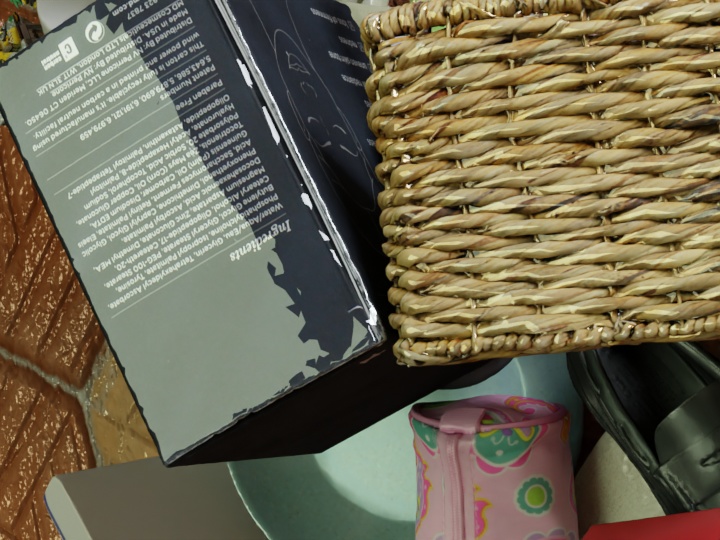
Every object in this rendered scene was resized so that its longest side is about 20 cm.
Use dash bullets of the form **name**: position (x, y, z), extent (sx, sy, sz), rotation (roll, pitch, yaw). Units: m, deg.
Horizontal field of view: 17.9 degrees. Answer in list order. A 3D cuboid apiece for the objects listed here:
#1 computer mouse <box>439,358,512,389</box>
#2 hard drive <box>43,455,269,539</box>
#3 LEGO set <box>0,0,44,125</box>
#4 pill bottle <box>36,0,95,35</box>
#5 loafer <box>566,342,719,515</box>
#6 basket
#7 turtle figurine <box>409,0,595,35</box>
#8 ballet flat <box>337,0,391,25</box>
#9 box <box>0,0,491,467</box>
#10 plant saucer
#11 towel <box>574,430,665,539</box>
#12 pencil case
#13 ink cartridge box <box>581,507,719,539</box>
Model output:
- **computer mouse**: position (0.000, 0.000, 1.178), extent (0.199, 0.053, 0.139), rotation (18, 92, 19)
- **hard drive**: position (-0.059, 0.153, 1.250), extent (0.132, 0.199, 0.025), rotation (57, 135, 28)
- **LEGO set**: position (-0.178, -0.178, 1.410), extent (0.200, 0.115, 0.155), rotation (-29, 73, 49)
- **pill bottle**: position (-0.117, -0.086, 1.290), extent (0.112, 0.112, 0.201), rotation (44, 158, 38)
- **loafer**: position (0.161, 0.083, 1.062), extent (0.201, 0.068, 0.071), rotation (49, 170, 37)
- **basket**: position (0.115, -0.042, 0.952), extent (0.199, 0.143, 0.150), rotation (-7, 87, 21)
- **turtle figurine**: position (0.083, -0.141, 1.076), extent (0.194, 0.200, 0.144), rotation (-41, 83, 17)
- **ballet flat**: position (0.001, -0.138, 1.249), extent (0.200, 0.069, 0.070), rotation (24, 114, 45)
- **box**: position (-0.045, -0.025, 1.062), extent (0.124, 0.200, 0.197), rotation (-31, 77, 16)
- **plant saucer**: position (0.024, 0.072, 1.215), extent (0.200, 0.039, 0.202), rotation (-1, 88, 15)
- **towel**: position (0.133, 0.184, 1.152), extent (0.133, 0.034, 0.201), rotation (51, 131, 31)
- **pencil case**: position (0.065, 0.163, 1.137), extent (0.087, 0.087, 0.201), rotation (8, 100, 50)
- **ink cartridge box**: position (0.161, 0.168, 1.000), extent (0.200, 0.067, 0.116), rotation (47, 145, -20)
